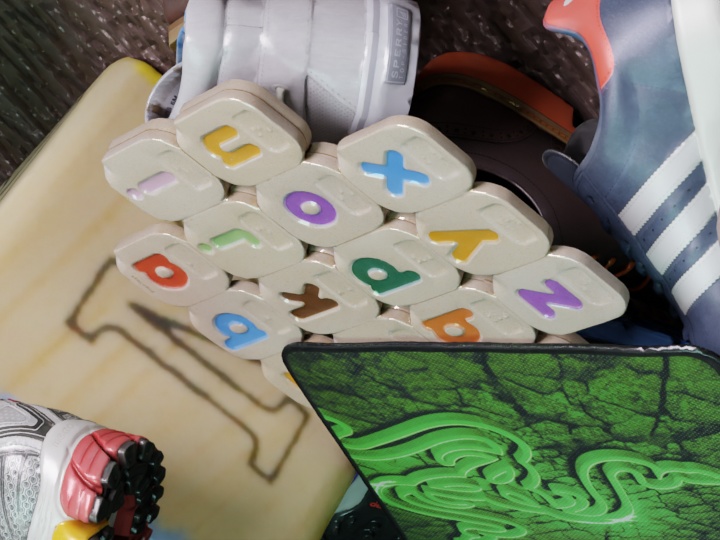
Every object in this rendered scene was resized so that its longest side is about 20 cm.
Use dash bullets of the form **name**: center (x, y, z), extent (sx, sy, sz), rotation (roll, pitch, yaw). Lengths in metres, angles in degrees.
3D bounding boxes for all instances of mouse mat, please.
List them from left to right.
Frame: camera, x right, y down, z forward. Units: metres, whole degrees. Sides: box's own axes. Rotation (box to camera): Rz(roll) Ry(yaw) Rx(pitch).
- **mouse mat**: center (0.079, 0.081, 0.922), extent (0.200, 0.008, 0.161), rotation (0, 139, 34)

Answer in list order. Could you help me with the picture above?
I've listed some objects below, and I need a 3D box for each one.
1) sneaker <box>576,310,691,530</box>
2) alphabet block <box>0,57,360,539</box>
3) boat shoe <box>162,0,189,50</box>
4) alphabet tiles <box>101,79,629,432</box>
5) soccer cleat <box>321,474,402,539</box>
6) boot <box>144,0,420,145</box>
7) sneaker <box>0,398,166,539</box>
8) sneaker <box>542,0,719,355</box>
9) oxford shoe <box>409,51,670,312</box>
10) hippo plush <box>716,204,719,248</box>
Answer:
- **sneaker**: center (0.113, 0.061, 0.943), extent (0.199, 0.071, 0.083), rotation (20, 97, 7)
- **alphabet block**: center (-0.117, 0.062, 1.037), extent (0.196, 0.200, 0.195), rotation (41, 139, -11)
- **boat shoe**: center (-0.011, -0.137, 0.881), extent (0.200, 0.070, 0.070), rotation (-17, 84, 47)
- **alphabet tiles**: center (0.000, 0.000, 0.878), extent (0.200, 0.015, 0.196), rotation (37, 145, -24)
- **soccer cleat**: center (0.026, 0.079, 1.068), extent (0.068, 0.073, 0.200), rotation (20, 141, -19)
- **boot**: center (-0.038, -0.062, 0.917), extent (0.095, 0.074, 0.200), rotation (7, 159, -6)
- **sneaker**: center (-0.131, 0.124, 0.907), extent (0.082, 0.078, 0.200), rotation (24, 130, 13)
- **sneaker**: center (0.118, -0.022, 0.876), extent (0.084, 0.075, 0.200), rotation (-6, 103, 24)
- **oxford shoe**: center (0.099, -0.010, 0.932), extent (0.200, 0.073, 0.071), rotation (27, 139, 3)
- **hippo plush**: center (0.237, -0.022, 0.819), extent (0.200, 0.159, 0.161), rotation (24, 172, 29)
